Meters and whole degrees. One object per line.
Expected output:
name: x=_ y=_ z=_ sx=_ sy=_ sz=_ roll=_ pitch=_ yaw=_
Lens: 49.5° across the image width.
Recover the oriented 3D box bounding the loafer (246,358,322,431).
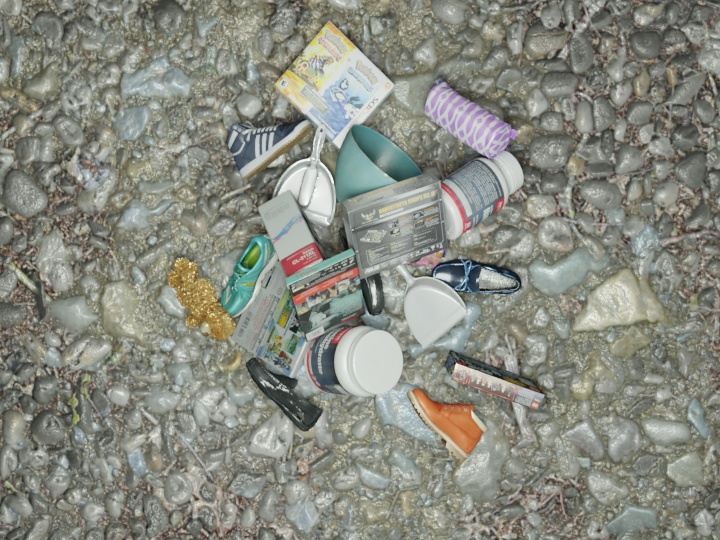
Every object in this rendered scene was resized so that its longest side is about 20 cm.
loafer: x=-0.166 y=0.260 z=1.696 sx=0.201 sy=0.068 sz=0.070 roll=46 pitch=78 yaw=-5

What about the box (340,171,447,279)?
box: x=0.069 y=-0.088 z=1.536 sx=0.196 sy=0.049 sz=0.161 roll=-20 pitch=125 yaw=-10

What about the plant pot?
plant pot: x=0.021 y=-0.184 z=1.623 sx=0.199 sy=0.200 sz=0.135 roll=40 pitch=114 yaw=-2

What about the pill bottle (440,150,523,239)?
pill bottle: x=0.240 y=-0.164 z=1.628 sx=0.198 sy=0.119 sz=0.121 roll=-32 pitch=93 yaw=-18

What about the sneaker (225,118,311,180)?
sneaker: x=-0.201 y=-0.288 z=1.643 sx=0.198 sy=0.070 sz=0.110 roll=-32 pitch=90 yaw=25

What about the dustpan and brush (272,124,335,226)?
dustpan and brush: x=-0.105 y=-0.209 z=1.665 sx=0.136 sy=0.057 sz=0.205 roll=15 pitch=94 yaw=-1

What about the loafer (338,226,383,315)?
loafer: x=0.000 y=0.000 z=1.677 sx=0.069 sy=0.068 sz=0.205 roll=-13 pitch=87 yaw=-21

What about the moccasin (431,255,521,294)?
moccasin: x=0.251 y=0.011 z=1.681 sx=0.195 sy=0.068 sz=0.083 roll=0 pitch=94 yaw=2

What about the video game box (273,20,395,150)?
video game box: x=-0.055 y=-0.393 z=1.670 sx=0.200 sy=0.047 sz=0.183 roll=42 pitch=90 yaw=-2

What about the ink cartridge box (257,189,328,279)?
ink cartridge box: x=-0.121 y=-0.040 z=1.589 sx=0.082 sy=0.146 sz=0.202 roll=-28 pitch=55 yaw=2

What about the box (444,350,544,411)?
box: x=0.281 y=0.232 z=1.660 sx=0.196 sy=0.137 sz=0.041 roll=20 pitch=96 yaw=-2

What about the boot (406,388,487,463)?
boot: x=0.188 y=0.312 z=1.703 sx=0.107 sy=0.075 sz=0.200 roll=-45 pitch=101 yaw=-1

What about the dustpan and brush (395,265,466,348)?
dustpan and brush: x=0.125 y=0.048 z=1.690 sx=0.139 sy=0.057 sz=0.201 roll=-41 pitch=91 yaw=26

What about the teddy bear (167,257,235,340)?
teddy bear: x=-0.348 y=0.066 z=1.661 sx=0.144 sy=0.066 sz=0.203 roll=-24 pitch=93 yaw=40

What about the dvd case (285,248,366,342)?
dvd case: x=-0.065 y=0.053 z=1.547 sx=0.144 sy=0.202 sz=0.022 roll=-25 pitch=52 yaw=-10

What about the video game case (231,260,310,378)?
video game case: x=-0.170 y=0.097 z=1.671 sx=0.180 sy=0.022 sz=0.203 roll=27 pitch=94 yaw=28

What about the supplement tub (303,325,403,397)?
supplement tub: x=-0.017 y=0.186 z=1.612 sx=0.138 sy=0.198 sz=0.144 roll=3 pitch=84 yaw=-33

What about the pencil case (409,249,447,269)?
pencil case: x=0.082 y=-0.055 z=1.642 sx=0.196 sy=0.088 sz=0.084 roll=4 pitch=136 yaw=-22

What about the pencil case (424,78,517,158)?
pencil case: x=0.222 y=-0.315 z=1.626 sx=0.085 sy=0.085 sz=0.200 roll=-28 pitch=59 yaw=-37

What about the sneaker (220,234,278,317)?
sneaker: x=-0.250 y=0.007 z=1.665 sx=0.077 sy=0.079 sz=0.202 roll=35 pitch=102 yaw=22
